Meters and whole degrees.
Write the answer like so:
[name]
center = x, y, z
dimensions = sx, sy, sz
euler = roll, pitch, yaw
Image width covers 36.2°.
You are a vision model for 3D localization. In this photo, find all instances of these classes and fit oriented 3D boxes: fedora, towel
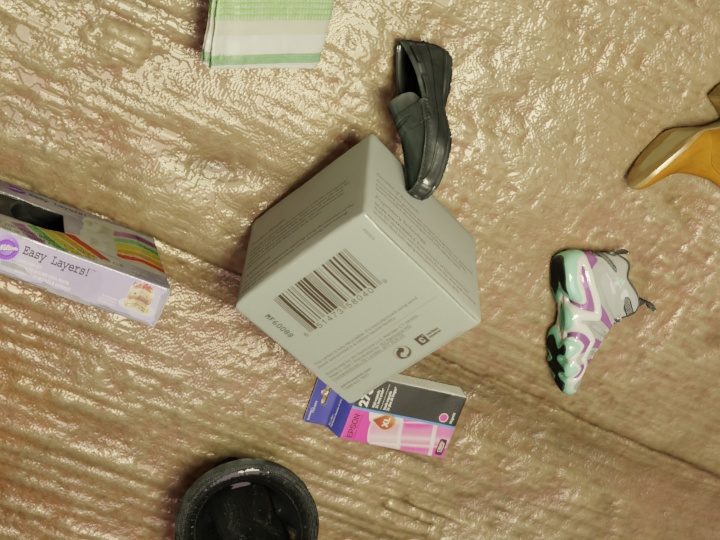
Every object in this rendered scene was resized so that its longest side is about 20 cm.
[fedora]
center = -0.149, 0.312, 1.413
dimensions = 0.200, 0.092, 0.201
euler = -5, 112, -13
[towel]
center = -0.092, -0.314, 1.182
dimensions = 0.149, 0.031, 0.201
euler = -8, 124, -33

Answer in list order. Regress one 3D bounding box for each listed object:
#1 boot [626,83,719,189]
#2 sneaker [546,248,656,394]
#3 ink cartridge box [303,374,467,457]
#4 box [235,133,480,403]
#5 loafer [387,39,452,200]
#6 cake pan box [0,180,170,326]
[boot]
center = 0.450, -0.132, 1.410
dimensions = 0.201, 0.071, 0.144
euler = -43, 113, -2
[sneaker]
center = 0.323, 0.067, 1.452
dimensions = 0.139, 0.078, 0.201
euler = -5, 113, -12
[ink cartridge box]
center = 0.033, 0.181, 1.444
dimensions = 0.199, 0.037, 0.095
euler = 15, 107, -18
[box]
center = 0.000, 0.000, 1.256
dimensions = 0.199, 0.172, 0.200
euler = -35, 119, 25
[loafer]
center = 0.062, -0.172, 1.242
dimensions = 0.070, 0.201, 0.068
euler = 15, 151, -22
[cake pan box]
center = -0.312, -0.022, 1.185
dimensions = 0.199, 0.184, 0.052
euler = 22, 100, -21
